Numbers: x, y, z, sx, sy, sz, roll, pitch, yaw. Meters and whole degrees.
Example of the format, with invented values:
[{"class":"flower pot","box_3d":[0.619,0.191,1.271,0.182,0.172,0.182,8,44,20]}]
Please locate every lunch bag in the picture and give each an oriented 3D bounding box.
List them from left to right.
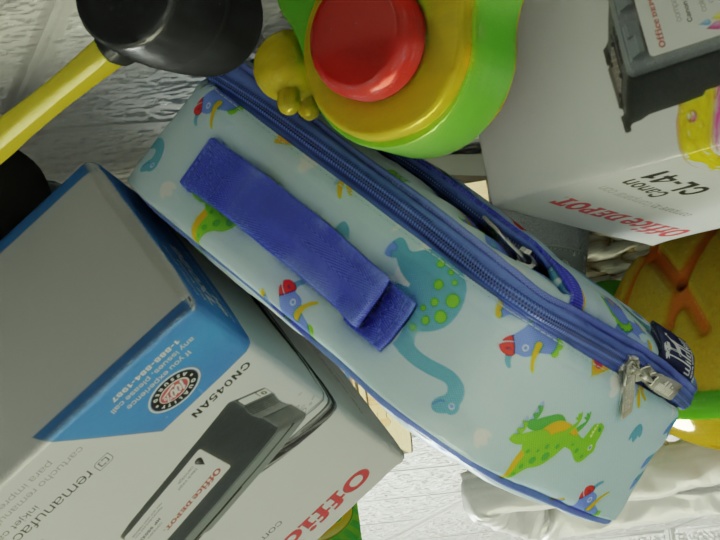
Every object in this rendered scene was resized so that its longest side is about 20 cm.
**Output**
[{"class":"lunch bag","box_3d":[0.018,0.005,1.025,0.200,0.083,0.161,38,-174,38]}]

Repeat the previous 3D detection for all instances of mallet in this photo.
[{"class":"mallet","box_3d":[-0.115,-0.041,0.932,0.200,0.041,0.066,-39,161,25]}]

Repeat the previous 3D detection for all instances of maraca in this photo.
[{"class":"maraca","box_3d":[0.154,0.024,1.190,0.200,0.107,0.137,-13,-158,26]}]

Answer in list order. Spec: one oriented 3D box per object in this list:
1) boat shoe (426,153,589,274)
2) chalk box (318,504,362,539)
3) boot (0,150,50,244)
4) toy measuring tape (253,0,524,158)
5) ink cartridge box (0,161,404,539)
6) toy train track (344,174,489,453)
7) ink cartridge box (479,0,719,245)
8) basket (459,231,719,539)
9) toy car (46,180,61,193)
[{"class":"boat shoe","box_3d":[0.006,-0.010,1.243,0.200,0.072,0.070,-4,170,-9]},{"class":"chalk box","box_3d":[-0.075,0.114,1.483,0.124,0.201,0.125,-4,169,-18]},{"class":"boot","box_3d":[-0.158,-0.043,0.975,0.138,0.078,0.200,-24,162,40]},{"class":"toy measuring tape","box_3d":[0.048,-0.080,0.923,0.200,0.074,0.074,-14,167,32]},{"class":"ink cartridge box","box_3d":[-0.091,0.065,1.096,0.145,0.084,0.200,-42,149,5]},{"class":"toy train track","box_3d":[0.000,0.000,1.193,0.114,0.033,0.200,-8,132,1]},{"class":"ink cartridge box","box_3d":[0.157,-0.074,0.990,0.200,0.086,0.147,-15,167,28]},{"class":"basket","box_3d":[0.150,0.038,1.359,0.198,0.161,0.200,-10,168,11]},{"class":"toy car","box_3d":[-0.214,0.011,1.135,0.164,0.158,0.200,14,133,-37]}]
